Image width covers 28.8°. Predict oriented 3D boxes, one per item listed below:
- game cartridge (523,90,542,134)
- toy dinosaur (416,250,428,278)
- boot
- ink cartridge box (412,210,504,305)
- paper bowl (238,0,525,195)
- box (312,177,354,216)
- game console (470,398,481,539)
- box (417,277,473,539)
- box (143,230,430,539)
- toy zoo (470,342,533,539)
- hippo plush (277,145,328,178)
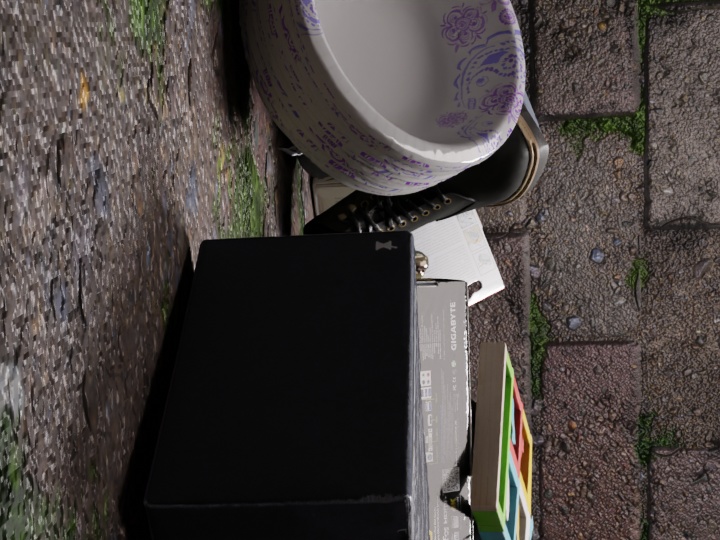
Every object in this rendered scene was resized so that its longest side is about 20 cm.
[{"bbox_3d":[0.100,-0.203,1.248,0.133,0.040,0.200,51,18,-40],"label":"game cartridge"},{"bbox_3d":[-0.018,0.040,1.078,0.200,0.047,0.088,-33,140,-51],"label":"toy dinosaur"},{"bbox_3d":[0.043,-0.055,1.061,0.078,0.138,0.200,60,-27,2],"label":"boot"},{"bbox_3d":[0.063,-0.052,1.450,0.050,0.109,0.201,-17,-84,57],"label":"ink cartridge box"},{"bbox_3d":[0.006,-0.147,0.929,0.200,0.104,0.202,17,63,-37],"label":"paper bowl"},{"bbox_3d":[-0.002,-0.118,1.326,0.200,0.068,0.082,-86,172,-47],"label":"box"},{"bbox_3d":[0.032,0.173,1.128,0.200,0.176,0.117,-14,138,-60],"label":"game console"},{"bbox_3d":[0.005,0.106,0.963,0.049,0.159,0.201,-1,-89,52],"label":"box"},{"bbox_3d":[-0.027,0.115,0.716,0.200,0.123,0.199,-87,174,-54],"label":"box"},{"bbox_3d":[0.113,0.160,1.086,0.200,0.020,0.132,67,25,-56],"label":"toy zoo"},{"bbox_3d":[-0.008,-0.172,1.111,0.199,0.159,0.161,-11,80,-43],"label":"hippo plush"}]
